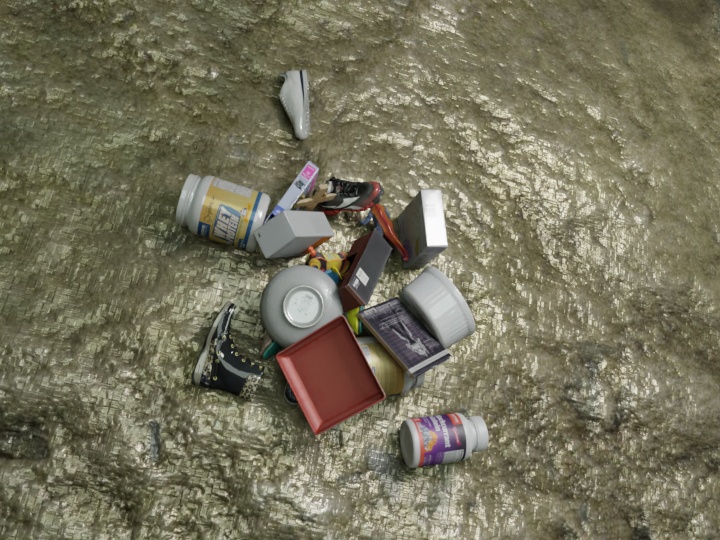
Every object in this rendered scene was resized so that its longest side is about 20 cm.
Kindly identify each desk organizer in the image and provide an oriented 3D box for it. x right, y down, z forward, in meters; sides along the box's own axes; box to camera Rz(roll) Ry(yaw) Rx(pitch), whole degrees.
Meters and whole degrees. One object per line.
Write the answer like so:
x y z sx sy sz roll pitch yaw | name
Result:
0.000 0.000 1.417 0.072 0.076 0.202 47 44 -22 | desk organizer

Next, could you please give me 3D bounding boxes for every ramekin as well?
0.184 0.100 1.468 0.097 0.201 0.202 -32 85 -13 | ramekin

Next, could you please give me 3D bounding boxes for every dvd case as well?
0.101 0.151 1.375 0.147 0.016 0.200 -16 55 -46 | dvd case

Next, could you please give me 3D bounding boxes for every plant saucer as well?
-0.063 0.228 1.307 0.198 0.037 0.202 -32 83 21 | plant saucer

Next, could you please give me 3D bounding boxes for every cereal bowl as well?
-0.134 0.085 1.362 0.196 0.083 0.205 1 84 -8 | cereal bowl

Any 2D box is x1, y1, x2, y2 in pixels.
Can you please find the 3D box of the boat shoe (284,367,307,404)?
-0.126 0.216 1.410 0.070 0.091 0.204 18 72 -9 | boat shoe

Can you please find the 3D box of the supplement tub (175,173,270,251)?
-0.328 -0.141 1.426 0.196 0.145 0.147 17 72 -9 | supplement tub

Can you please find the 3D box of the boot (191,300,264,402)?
-0.289 0.191 1.384 0.151 0.073 0.207 22 79 -5 | boot

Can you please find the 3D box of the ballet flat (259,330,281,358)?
-0.184 0.130 1.441 0.067 0.069 0.199 40 63 20 | ballet flat

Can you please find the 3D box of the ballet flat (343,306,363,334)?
-0.016 0.083 1.453 0.066 0.068 0.201 2 37 8 | ballet flat

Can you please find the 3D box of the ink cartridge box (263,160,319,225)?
-0.175 -0.165 1.484 0.042 0.119 0.201 34 70 0 | ink cartridge box

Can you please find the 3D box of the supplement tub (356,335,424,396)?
0.040 0.228 1.412 0.196 0.145 0.148 -5 76 -15 | supplement tub

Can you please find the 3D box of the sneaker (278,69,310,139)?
-0.176 -0.442 1.592 0.079 0.077 0.204 -3 71 -3 | sneaker

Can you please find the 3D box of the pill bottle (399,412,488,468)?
0.202 0.405 1.432 0.196 0.111 0.114 -4 76 -15 | pill bottle

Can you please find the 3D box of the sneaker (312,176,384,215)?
-0.038 -0.191 1.484 0.098 0.197 0.072 36 57 -48 | sneaker

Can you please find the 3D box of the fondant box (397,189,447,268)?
0.154 -0.100 1.507 0.057 0.200 0.147 -2 76 -13 | fondant box

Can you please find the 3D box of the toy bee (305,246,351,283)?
-0.089 -0.010 1.460 0.130 0.110 0.199 25 43 37 | toy bee

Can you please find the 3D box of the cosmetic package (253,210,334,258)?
-0.154 -0.087 1.419 0.101 0.199 0.072 -32 81 23 | cosmetic package

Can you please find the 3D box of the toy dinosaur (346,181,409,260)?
0.063 -0.137 1.529 0.104 0.198 0.185 -27 115 -34 | toy dinosaur

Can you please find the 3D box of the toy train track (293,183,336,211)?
-0.131 -0.160 1.453 0.113 0.200 0.033 -18 73 -34 | toy train track
